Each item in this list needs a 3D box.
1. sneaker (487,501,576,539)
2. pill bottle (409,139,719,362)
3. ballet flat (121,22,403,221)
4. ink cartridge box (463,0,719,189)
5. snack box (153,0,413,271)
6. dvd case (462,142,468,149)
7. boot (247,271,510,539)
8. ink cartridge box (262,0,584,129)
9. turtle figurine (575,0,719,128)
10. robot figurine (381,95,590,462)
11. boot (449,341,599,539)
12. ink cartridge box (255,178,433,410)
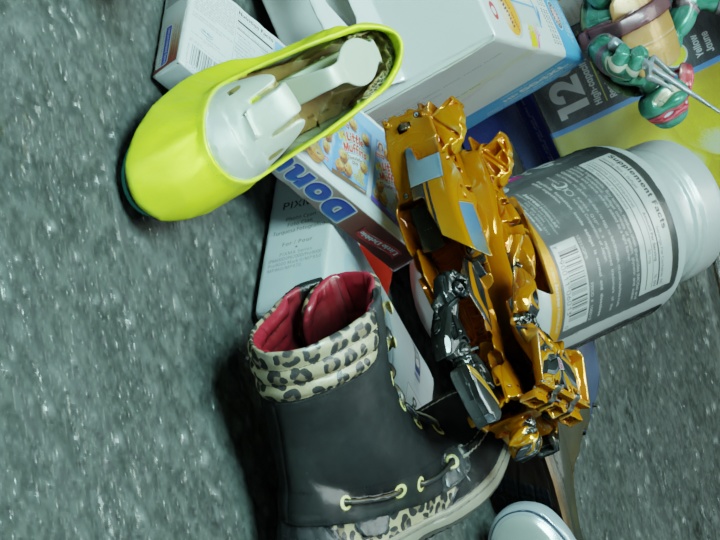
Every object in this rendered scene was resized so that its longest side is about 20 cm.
[{"bbox_3d":[0.121,0.250,1.752,0.071,0.073,0.202,-15,92,-73],"label":"sneaker"},{"bbox_3d":[0.136,-0.013,1.735,0.199,0.116,0.117,-22,100,-40],"label":"pill bottle"},{"bbox_3d":[-0.045,-0.087,1.434,0.200,0.067,0.067,-33,101,-46],"label":"ballet flat"},{"bbox_3d":[0.173,-0.096,1.828,0.198,0.199,0.047,61,4,-32],"label":"ink cartridge box"},{"bbox_3d":[-0.036,-0.082,1.519,0.200,0.024,0.072,39,39,-33],"label":"snack box"},{"bbox_3d":[0.064,-0.034,1.821,0.200,0.025,0.151,55,26,-44],"label":"dvd case"},{"bbox_3d":[0.011,0.072,1.490,0.200,0.073,0.152,-34,122,-43],"label":"boot"},{"bbox_3d":[0.030,-0.160,1.641,0.129,0.125,0.200,65,19,9],"label":"ink cartridge box"},{"bbox_3d":[0.179,-0.160,1.706,0.150,0.100,0.201,-39,107,-43],"label":"turtle figurine"},{"bbox_3d":[0.072,0.009,1.521,0.145,0.058,0.201,27,42,-61],"label":"robot figurine"},{"bbox_3d":[0.134,0.113,1.810,0.097,0.074,0.201,-35,119,-30],"label":"boot"},{"bbox_3d":[0.000,0.000,1.615,0.201,0.047,0.160,-81,151,-41],"label":"ink cartridge box"}]
